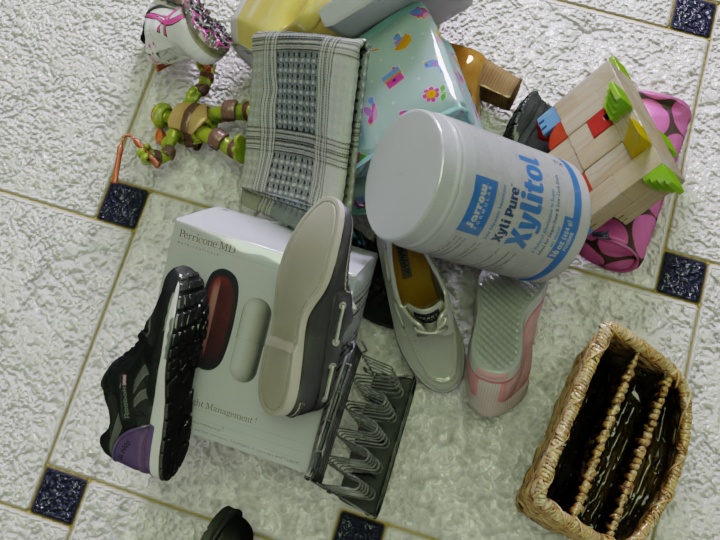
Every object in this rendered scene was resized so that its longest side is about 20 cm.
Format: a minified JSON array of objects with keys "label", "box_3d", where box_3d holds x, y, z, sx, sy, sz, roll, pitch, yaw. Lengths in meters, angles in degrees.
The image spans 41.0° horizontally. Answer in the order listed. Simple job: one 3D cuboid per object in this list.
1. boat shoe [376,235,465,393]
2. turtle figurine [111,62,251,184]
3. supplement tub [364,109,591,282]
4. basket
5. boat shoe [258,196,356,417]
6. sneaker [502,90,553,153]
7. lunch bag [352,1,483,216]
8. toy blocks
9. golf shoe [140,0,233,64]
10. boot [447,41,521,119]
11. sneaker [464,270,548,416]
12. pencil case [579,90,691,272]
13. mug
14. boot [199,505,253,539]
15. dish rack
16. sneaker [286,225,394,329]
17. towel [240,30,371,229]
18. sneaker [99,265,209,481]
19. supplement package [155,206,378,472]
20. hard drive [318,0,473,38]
[{"label":"boat shoe","box_3d":[0.066,0.042,1.011,0.070,0.070,0.203,-15,103,-1]},{"label":"turtle figurine","box_3d":[-0.194,-0.165,1.125,0.159,0.065,0.202,14,62,26]},{"label":"supplement tub","box_3d":[0.118,-0.069,0.950,0.197,0.131,0.134,13,70,-33]},{"label":"basket","box_3d":[0.259,0.179,0.968,0.141,0.149,0.202,25,75,9]},{"label":"boat shoe","box_3d":[-0.038,0.035,0.872,0.072,0.062,0.203,22,98,51]},{"label":"sneaker","box_3d":[0.186,-0.105,1.097,0.090,0.076,0.202,28,80,0]},{"label":"lunch bag","box_3d":[0.021,-0.164,1.047,0.198,0.122,0.172,-25,55,16]},{"label":"toy blocks","box_3d":[0.247,-0.118,1.019,0.136,0.099,0.202,-38,47,30]},{"label":"golf shoe","box_3d":[-0.207,-0.269,1.122,0.092,0.072,0.200,-51,34,9]},{"label":"boot","box_3d":[0.087,-0.176,1.128,0.142,0.071,0.203,25,72,15]},{"label":"sneaker","box_3d":[0.156,0.071,1.051,0.074,0.106,0.202,10,44,14]},{"label":"pencil case","box_3d":[0.302,-0.105,1.085,0.092,0.091,0.202,20,72,15]},{"label":"mug","box_3d":[-0.078,-0.306,1.114,0.148,0.187,0.154,35,86,13]},{"label":"boot","box_3d":[-0.099,0.357,0.959,0.155,0.079,0.215,12,84,12]},{"label":"dish rack","box_3d":[0.002,0.157,0.958,0.054,0.200,0.156,13,74,14]},{"label":"sneaker","box_3d":[0.000,0.000,1.064,0.198,0.082,0.074,28,74,8]},{"label":"towel","box_3d":[-0.068,-0.145,1.006,0.191,0.034,0.204,20,108,46]},{"label":"sneaker","box_3d":[-0.201,0.090,0.890,0.086,0.076,0.204,14,101,14]},{"label":"supplement package","box_3d":[-0.102,0.062,0.979,0.188,0.147,0.203,16,101,6]},{"label":"hard drive","box_3d":[0.045,-0.294,1.071,0.130,0.200,0.027,-27,85,18]}]
